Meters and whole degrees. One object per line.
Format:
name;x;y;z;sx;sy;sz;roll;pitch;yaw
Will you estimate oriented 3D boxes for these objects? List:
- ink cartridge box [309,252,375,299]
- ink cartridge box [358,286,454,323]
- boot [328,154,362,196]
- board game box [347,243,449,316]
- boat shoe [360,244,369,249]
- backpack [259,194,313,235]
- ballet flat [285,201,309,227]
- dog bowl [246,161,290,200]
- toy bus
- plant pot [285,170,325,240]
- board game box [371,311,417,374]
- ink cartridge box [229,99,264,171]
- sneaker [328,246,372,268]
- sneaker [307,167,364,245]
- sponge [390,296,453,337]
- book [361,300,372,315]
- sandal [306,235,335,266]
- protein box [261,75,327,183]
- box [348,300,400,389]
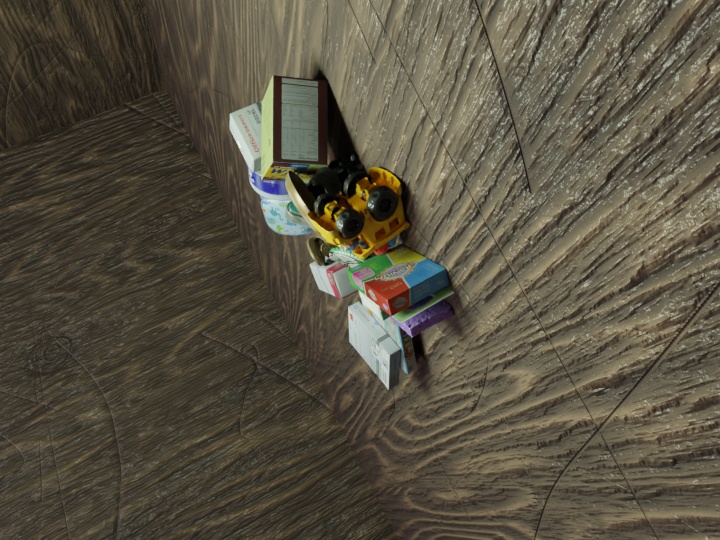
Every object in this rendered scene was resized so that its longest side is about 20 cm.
ink cartridge box;-0.038;-0.001;1.737;0.199;0.146;0.087;18;133;66
ink cartridge box;0.102;0.061;1.400;0.200;0.144;0.049;38;152;55
boot;-0.039;-0.173;1.553;0.164;0.073;0.198;55;140;9
board game box;0.079;0.015;1.394;0.200;0.151;0.041;34;146;58
boat shoe;-0.038;-0.120;1.702;0.200;0.073;0.064;37;148;42
backpack;-0.207;-0.191;1.892;0.202;0.179;0.149;77;-162;-50
ballet flat;-0.118;-0.138;1.781;0.197;0.068;0.064;21;144;1
dog bowl;-0.218;-0.296;1.771;0.201;0.197;0.080;53;158;32
toy bus;0.006;-0.097;1.396;0.135;0.198;0.194;40;159;48
plant pot;-0.116;-0.144;1.484;0.201;0.027;0.200;54;-171;-11
board game box;0.084;0.159;1.677;0.134;0.034;0.203;34;143;51
ink cartridge box;-0.232;-0.377;1.696;0.147;0.197;0.084;61;163;7
sneaker;0.000;0.000;1.583;0.198;0.086;0.078;27;-175;22
sneaker;-0.056;-0.137;1.463;0.076;0.091;0.201;-34;97;35
sponge;0.112;0.076;1.449;0.200;0.110;0.030;40;152;55
book;0.064;0.110;1.765;0.199;0.047;0.136;32;143;58
sandal;-0.094;-0.076;1.745;0.078;0.069;0.212;54;-171;-8
protein box;-0.164;-0.335;1.541;0.198;0.132;0.205;166;104;-73
box;0.036;0.205;1.737;0.200;0.041;0.158;46;151;36
